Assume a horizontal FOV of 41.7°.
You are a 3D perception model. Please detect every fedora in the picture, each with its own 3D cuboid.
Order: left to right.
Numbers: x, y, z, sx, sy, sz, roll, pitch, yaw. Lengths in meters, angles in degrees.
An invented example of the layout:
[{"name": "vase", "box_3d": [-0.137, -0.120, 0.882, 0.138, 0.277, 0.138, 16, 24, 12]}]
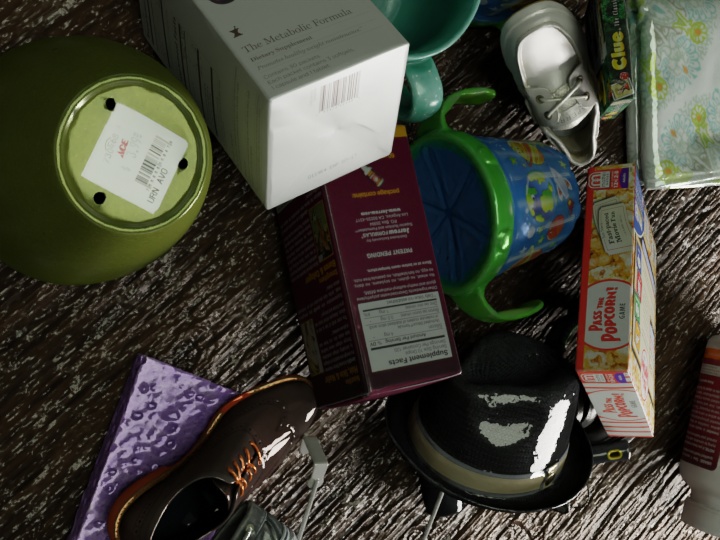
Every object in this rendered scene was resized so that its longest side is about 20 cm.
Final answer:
[{"name": "fedora", "box_3d": [0.121, 0.112, 0.808, 0.198, 0.201, 0.093, 2, 122, -27]}]

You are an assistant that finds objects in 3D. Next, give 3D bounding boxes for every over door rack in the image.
[{"name": "over door rack", "box_3d": [0.007, 0.242, 0.811, 0.146, 0.067, 0.203, 2, 108, -28]}]

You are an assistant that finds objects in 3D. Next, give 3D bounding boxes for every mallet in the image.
[{"name": "mallet", "box_3d": [0.151, 0.190, 0.875, 0.196, 0.041, 0.067, -1, 99, 1]}]

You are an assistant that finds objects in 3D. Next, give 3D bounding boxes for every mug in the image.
[{"name": "mug", "box_3d": [0.006, -0.228, 0.766, 0.150, 0.114, 0.188, 17, 87, -27]}]

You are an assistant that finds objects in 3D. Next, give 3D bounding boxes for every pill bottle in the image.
[{"name": "pill bottle", "box_3d": [0.405, 0.179, 1.005, 0.112, 0.113, 0.203, 16, 88, -27]}]

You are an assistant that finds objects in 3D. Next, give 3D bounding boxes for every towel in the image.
[{"name": "towel", "box_3d": [0.351, -0.186, 0.983, 0.169, 0.048, 0.204, -6, 97, -27]}]

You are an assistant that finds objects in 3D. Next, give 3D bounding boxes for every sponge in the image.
[{"name": "sponge", "box_3d": [-0.164, 0.180, 0.761, 0.110, 0.030, 0.203, 24, 82, -28]}]

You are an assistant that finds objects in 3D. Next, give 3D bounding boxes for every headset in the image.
[{"name": "headset", "box_3d": [0.212, 0.140, 0.940, 0.122, 0.093, 0.203, 28, 67, -27]}]

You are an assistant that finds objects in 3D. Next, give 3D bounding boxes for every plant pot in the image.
[{"name": "plant pot", "box_3d": [-0.174, -0.076, 0.639, 0.184, 0.199, 0.191, -2, 95, -27]}]

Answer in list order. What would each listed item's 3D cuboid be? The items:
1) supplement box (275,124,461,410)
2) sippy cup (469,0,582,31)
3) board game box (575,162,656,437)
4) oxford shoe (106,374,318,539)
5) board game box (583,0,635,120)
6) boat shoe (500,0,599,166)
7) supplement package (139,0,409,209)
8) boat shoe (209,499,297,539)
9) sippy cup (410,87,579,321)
[{"name": "supplement box", "box_3d": [0.000, 0.000, 0.754, 0.084, 0.110, 0.203, -8, 80, -25]}, {"name": "sippy cup", "box_3d": [0.132, -0.289, 0.817, 0.176, 0.130, 0.142, 21, 84, -26]}, {"name": "board game box", "box_3d": [0.239, 0.030, 0.865, 0.152, 0.046, 0.203, 53, 41, -51]}, {"name": "oxford shoe", "box_3d": [-0.098, 0.156, 0.734, 0.199, 0.072, 0.072, -40, 113, -26]}, {"name": "board game box", "box_3d": [0.219, -0.194, 0.840, 0.023, 0.200, 0.107, -10, 92, 11]}, {"name": "boat shoe", "box_3d": [0.179, -0.157, 0.832, 0.200, 0.070, 0.070, 40, 32, -56]}, {"name": "supplement package", "box_3d": [-0.070, -0.166, 0.678, 0.113, 0.110, 0.201, -26, 62, -23]}, {"name": "boat shoe", "box_3d": [-0.136, 0.264, 0.734, 0.071, 0.072, 0.200, 48, 69, -15]}, {"name": "sippy cup", "box_3d": [0.117, -0.058, 0.828, 0.129, 0.139, 0.180, -12, 124, -36]}]
